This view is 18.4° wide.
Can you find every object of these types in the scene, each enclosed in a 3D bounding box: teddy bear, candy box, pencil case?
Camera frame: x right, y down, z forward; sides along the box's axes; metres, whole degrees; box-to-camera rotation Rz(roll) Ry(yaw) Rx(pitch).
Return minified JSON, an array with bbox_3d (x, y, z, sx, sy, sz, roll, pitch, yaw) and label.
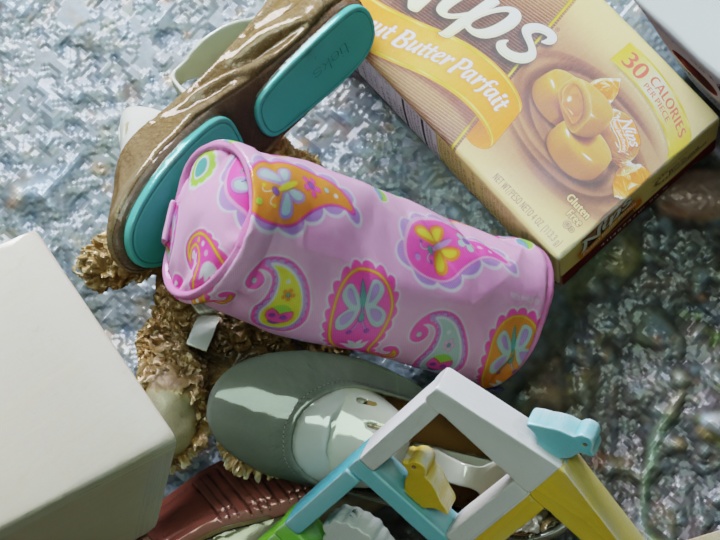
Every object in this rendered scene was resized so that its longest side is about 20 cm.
[{"bbox_3d":[-0.071,0.018,1.147,0.145,0.067,0.200,-11,64,-9],"label":"teddy bear"},{"bbox_3d":[0.081,-0.106,1.185,0.115,0.055,0.200,-41,74,-6],"label":"candy box"},{"bbox_3d":[0.000,0.000,1.095,0.200,0.087,0.088,17,71,-35],"label":"pencil case"}]

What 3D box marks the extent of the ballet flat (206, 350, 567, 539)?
[{"bbox_3d":[0.023,0.086,1.085,0.200,0.064,0.067,18,91,-25],"label":"ballet flat"}]

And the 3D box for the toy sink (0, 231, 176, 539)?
[{"bbox_3d":[-0.208,0.096,1.036,0.200,0.112,0.130,-27,68,-25],"label":"toy sink"}]

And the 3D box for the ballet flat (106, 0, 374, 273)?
[{"bbox_3d":[-0.077,-0.080,1.130,0.072,0.068,0.200,24,62,33],"label":"ballet flat"}]

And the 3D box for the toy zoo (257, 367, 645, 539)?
[{"bbox_3d":[0.045,0.129,1.038,0.131,0.020,0.200,43,126,-5],"label":"toy zoo"}]

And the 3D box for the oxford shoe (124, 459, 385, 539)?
[{"bbox_3d":[-0.067,0.143,1.135,0.200,0.071,0.074,-19,110,-8],"label":"oxford shoe"}]

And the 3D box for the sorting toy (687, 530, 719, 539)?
[{"bbox_3d":[0.204,0.225,1.073,0.199,0.070,0.200,-17,74,1],"label":"sorting toy"}]

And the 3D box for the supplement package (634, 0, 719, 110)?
[{"bbox_3d":[0.261,-0.105,1.079,0.191,0.200,0.147,44,97,16],"label":"supplement package"}]
